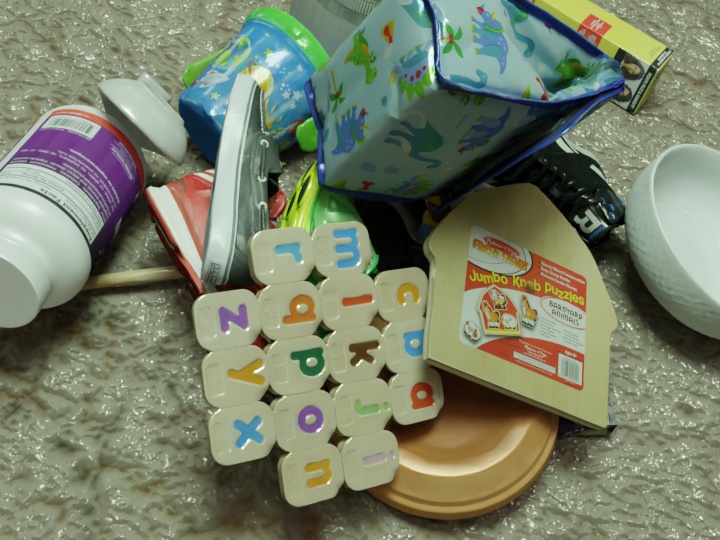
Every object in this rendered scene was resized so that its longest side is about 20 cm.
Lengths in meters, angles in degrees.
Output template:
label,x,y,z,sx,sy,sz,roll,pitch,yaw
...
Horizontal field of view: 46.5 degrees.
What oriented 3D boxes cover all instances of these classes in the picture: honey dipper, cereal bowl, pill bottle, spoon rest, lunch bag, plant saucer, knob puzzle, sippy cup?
label,x,y,z,sx,sy,sz,roll,pitch,yaw
honey dipper,-0.197,0.003,0.753,0.198,0.038,0.038,-6,56,-11
cereal bowl,0.336,-0.019,0.823,0.198,0.083,0.202,13,59,-22
pill bottle,-0.262,-0.047,0.703,0.111,0.113,0.201,14,40,0
spoon rest,-0.208,-0.145,0.794,0.061,0.200,0.099,-44,112,3
lunch bag,0.082,-0.127,0.659,0.199,0.170,0.129,3,69,-35
plant saucer,0.069,0.106,0.707,0.198,0.038,0.202,-1,55,2
knob puzzle,0.134,0.016,0.710,0.218,0.030,0.222,12,63,-25
sippy cup,-0.107,-0.169,0.840,0.130,0.177,0.140,-44,105,-21

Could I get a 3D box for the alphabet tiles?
label,x,y,z,sx,sy,sz,roll,pitch,yaw
alphabet tiles,-0.027,0.067,0.626,0.194,0.015,0.202,-8,90,-28

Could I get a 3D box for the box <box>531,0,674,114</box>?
label,x,y,z,sx,sy,sz,roll,pitch,yaw
box,0.272,-0.278,1.016,0.200,0.076,0.050,38,57,15

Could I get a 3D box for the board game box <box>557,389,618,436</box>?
label,x,y,z,sx,sy,sz,roll,pitch,yaw
board game box,0.159,0.058,0.786,0.119,0.032,0.201,-1,55,-6

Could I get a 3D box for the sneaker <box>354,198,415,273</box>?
label,x,y,z,sx,sy,sz,roll,pitch,yaw
sneaker,0.000,0.000,0.769,0.090,0.076,0.201,24,55,2

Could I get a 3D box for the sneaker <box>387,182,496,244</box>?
label,x,y,z,sx,sy,sz,roll,pitch,yaw
sneaker,0.095,-0.044,0.778,0.199,0.075,0.090,32,52,11

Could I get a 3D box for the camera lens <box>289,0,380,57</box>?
label,x,y,z,sx,sy,sz,roll,pitch,yaw
camera lens,0.008,-0.279,0.881,0.158,0.201,0.161,9,50,-11

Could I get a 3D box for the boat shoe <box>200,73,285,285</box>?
label,x,y,z,sx,sy,sz,roll,pitch,yaw
boat shoe,-0.092,-0.074,0.688,0.056,0.069,0.202,10,59,-13

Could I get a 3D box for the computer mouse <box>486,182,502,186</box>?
label,x,y,z,sx,sy,sz,roll,pitch,yaw
computer mouse,0.080,-0.098,0.861,0.198,0.034,0.059,6,14,-8

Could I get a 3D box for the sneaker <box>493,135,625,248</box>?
label,x,y,z,sx,sy,sz,roll,pitch,yaw
sneaker,0.198,-0.081,0.818,0.199,0.073,0.112,10,44,-43

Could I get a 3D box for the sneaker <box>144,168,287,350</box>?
label,x,y,z,sx,sy,sz,roll,pitch,yaw
sneaker,-0.093,-0.011,0.713,0.115,0.078,0.201,-27,76,-17

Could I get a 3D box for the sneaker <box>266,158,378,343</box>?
label,x,y,z,sx,sy,sz,roll,pitch,yaw
sneaker,-0.025,-0.021,0.695,0.083,0.074,0.202,23,64,-20
